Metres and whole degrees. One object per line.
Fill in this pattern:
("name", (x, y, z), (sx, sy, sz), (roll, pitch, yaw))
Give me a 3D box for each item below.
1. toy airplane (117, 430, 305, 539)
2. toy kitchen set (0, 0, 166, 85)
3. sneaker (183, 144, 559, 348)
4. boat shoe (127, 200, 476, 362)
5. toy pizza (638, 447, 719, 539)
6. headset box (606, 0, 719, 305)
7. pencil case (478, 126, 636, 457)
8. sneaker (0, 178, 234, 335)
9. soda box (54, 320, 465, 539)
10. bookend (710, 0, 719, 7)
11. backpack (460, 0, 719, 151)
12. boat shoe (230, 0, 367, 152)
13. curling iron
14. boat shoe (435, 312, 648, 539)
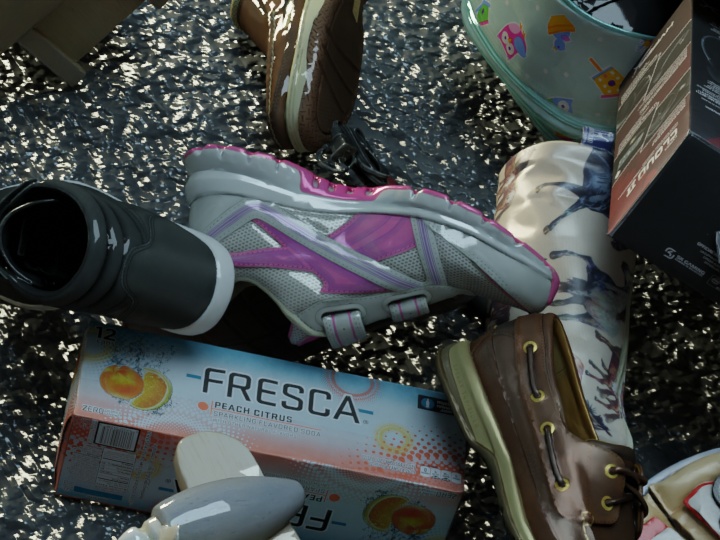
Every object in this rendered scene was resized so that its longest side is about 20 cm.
("toy airplane", (-0.028, 0.179, 1.104), (0.199, 0.141, 0.200), (17, 68, 20))
("toy kitchen set", (-0.249, -0.192, 1.447), (0.163, 0.200, 0.181), (-41, 62, 4))
("sneaker", (0.000, 0.000, 1.310), (0.199, 0.081, 0.089), (13, 87, 9))
("boat shoe", (-0.028, 0.009, 1.385), (0.199, 0.072, 0.076), (-8, 92, -8))
("toy pizza", (0.207, 0.171, 1.278), (0.199, 0.032, 0.201), (0, 59, 1))
("headset box", (0.211, -0.043, 1.358), (0.148, 0.077, 0.200), (31, 29, -10))
("pencil case", (0.111, 0.024, 1.378), (0.089, 0.078, 0.201), (-6, 55, 19))
("sneaker", (-0.162, -0.018, 1.294), (0.199, 0.071, 0.099), (13, -6, 43))
("soda box", (-0.049, 0.087, 1.298), (0.199, 0.064, 0.069), (13, 43, -7))
("bookend", (0.301, -0.194, 1.414), (0.200, 0.199, 0.092), (33, 6, -7))
("backpack", (0.159, -0.148, 1.538), (0.199, 0.154, 0.176), (-2, 46, -38))
("boat shoe", (-0.039, -0.145, 1.543), (0.074, 0.075, 0.203), (-3, 44, 16))
("curling iron", (0.042, -0.008, 1.446), (0.200, 0.026, 0.050), (49, 20, 16))
("boat shoe", (0.103, 0.107, 1.245), (0.067, 0.072, 0.201), (-30, 62, 10))
